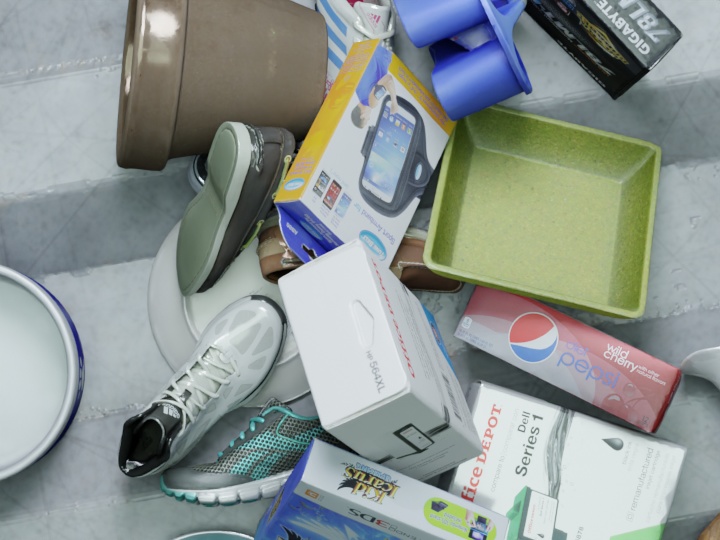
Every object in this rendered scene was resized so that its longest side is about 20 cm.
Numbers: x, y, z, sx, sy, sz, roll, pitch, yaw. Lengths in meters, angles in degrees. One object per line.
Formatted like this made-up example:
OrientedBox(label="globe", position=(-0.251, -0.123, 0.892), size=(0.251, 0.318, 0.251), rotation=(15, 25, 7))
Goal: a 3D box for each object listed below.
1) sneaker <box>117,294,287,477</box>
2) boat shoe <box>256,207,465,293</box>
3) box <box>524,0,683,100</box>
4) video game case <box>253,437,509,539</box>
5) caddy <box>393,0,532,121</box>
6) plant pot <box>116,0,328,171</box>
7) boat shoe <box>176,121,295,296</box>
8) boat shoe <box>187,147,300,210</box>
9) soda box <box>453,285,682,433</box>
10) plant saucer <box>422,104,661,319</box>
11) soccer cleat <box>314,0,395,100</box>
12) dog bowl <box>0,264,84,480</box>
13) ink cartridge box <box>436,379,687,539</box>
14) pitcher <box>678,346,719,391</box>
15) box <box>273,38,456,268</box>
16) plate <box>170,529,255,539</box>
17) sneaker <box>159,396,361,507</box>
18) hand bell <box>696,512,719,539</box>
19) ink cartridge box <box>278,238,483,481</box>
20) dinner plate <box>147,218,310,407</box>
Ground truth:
OrientedBox(label="sneaker", position=(-0.141, 0.112, 1.594), size=(0.076, 0.115, 0.201), rotation=(40, 100, -2))
OrientedBox(label="boat shoe", position=(0.000, 0.000, 1.623), size=(0.198, 0.076, 0.072), rotation=(9, 60, -7))
OrientedBox(label="box", position=(0.184, -0.246, 1.588), size=(0.050, 0.199, 0.200), rotation=(-44, 90, -4))
OrientedBox(label="video game case", position=(0.011, 0.234, 1.563), size=(0.180, 0.200, 0.046), rotation=(23, 57, -5))
OrientedBox(label="caddy", position=(0.099, -0.218, 1.590), size=(0.104, 0.200, 0.142), rotation=(-26, 106, 9))
OrientedBox(label="plant pot", position=(-0.121, -0.183, 1.589), size=(0.173, 0.200, 0.202), rotation=(4, 88, -10))
OrientedBox(label="boat shoe", position=(-0.112, -0.049, 1.578), size=(0.060, 0.202, 0.072), rotation=(-3, 52, -27))
OrientedBox(label="boat shoe", position=(-0.058, -0.080, 1.635), size=(0.198, 0.068, 0.072), rotation=(16, 72, -3))
OrientedBox(label="soda box", position=(0.187, 0.075, 1.618), size=(0.199, 0.070, 0.064), rotation=(26, 90, 14))
OrientedBox(label="plant saucer", position=(0.163, -0.047, 1.621), size=(0.198, 0.048, 0.201), rotation=(14, 54, -1))
OrientedBox(label="soccer cleat", position=(0.000, -0.196, 1.631), size=(0.069, 0.086, 0.202), rotation=(-8, 88, -30))
OrientedBox(label="dog bowl", position=(-0.351, 0.092, 1.627), size=(0.198, 0.079, 0.202), rotation=(0, 87, -1))
OrientedBox(label="ink cartridge box", position=(0.175, 0.197, 1.629), size=(0.198, 0.084, 0.147), rotation=(17, 87, -1))
OrientedBox(label="pitcher", position=(0.408, 0.124, 1.618), size=(0.171, 0.121, 0.201), rotation=(-35, 80, 7))
OrientedBox(label="box", position=(0.003, -0.087, 1.566), size=(0.119, 0.041, 0.201), rotation=(43, 58, -34))
OrientedBox(label="plate", position=(-0.133, 0.338, 1.649), size=(0.198, 0.026, 0.202), rotation=(0, 87, -1))
OrientedBox(label="sneaker", position=(-0.087, 0.163, 1.636), size=(0.198, 0.078, 0.092), rotation=(-8, 83, -11))
OrientedBox(label="hand bell", position=(0.292, 0.312, 1.638), size=(0.103, 0.104, 0.201), rotation=(27, 76, 0))
OrientedBox(label="ink cartridge box", position=(0.019, 0.083, 1.528), size=(0.084, 0.200, 0.147), rotation=(-25, 62, 12))
OrientedBox(label="dinner plate", position=(-0.098, 0.026, 1.662), size=(0.198, 0.024, 0.202), rotation=(0, 89, -1))
